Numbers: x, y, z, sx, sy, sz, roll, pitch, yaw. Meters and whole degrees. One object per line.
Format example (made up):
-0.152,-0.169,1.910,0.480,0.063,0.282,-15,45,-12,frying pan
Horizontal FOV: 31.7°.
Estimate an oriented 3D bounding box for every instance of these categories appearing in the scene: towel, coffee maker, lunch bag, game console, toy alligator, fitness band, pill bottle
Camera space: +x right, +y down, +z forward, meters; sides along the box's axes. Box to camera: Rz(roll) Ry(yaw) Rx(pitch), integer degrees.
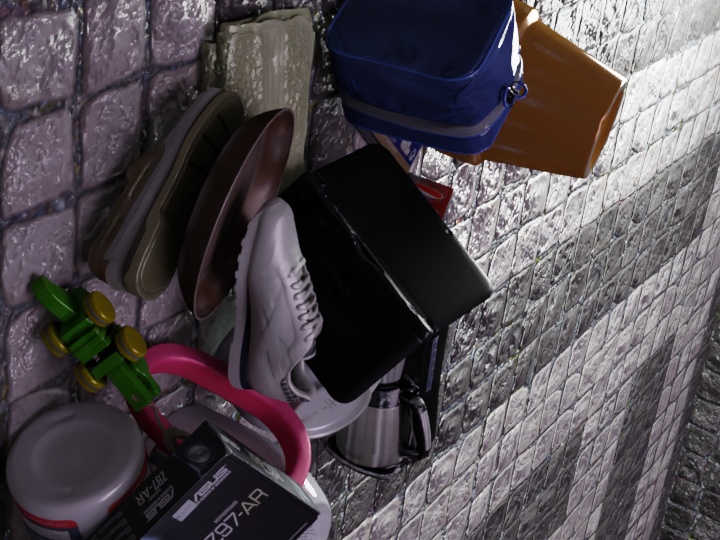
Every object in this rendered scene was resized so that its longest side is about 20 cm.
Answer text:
-0.097,-0.145,1.202,0.148,0.036,0.202,-28,133,-50,towel
0.038,0.120,1.563,0.193,0.133,0.202,-68,166,-58,coffee maker
0.075,-0.207,1.291,0.137,0.198,0.133,-59,154,-26,lunch bag
0.000,0.000,1.261,0.176,0.201,0.116,-41,170,14,game console
-0.206,0.076,1.084,0.059,0.200,0.054,-35,-163,14,toy alligator
-0.133,0.144,1.191,0.037,0.199,0.144,-48,-161,30,fitness band
-0.234,0.226,1.134,0.120,0.119,0.201,-46,145,-35,pill bottle

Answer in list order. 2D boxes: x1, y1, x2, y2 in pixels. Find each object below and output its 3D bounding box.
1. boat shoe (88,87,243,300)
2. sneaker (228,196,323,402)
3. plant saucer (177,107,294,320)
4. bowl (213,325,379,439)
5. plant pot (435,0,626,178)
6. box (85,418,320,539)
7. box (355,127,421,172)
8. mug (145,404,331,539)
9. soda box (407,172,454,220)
-0.169,-0.075,1.089,0.201,0.068,0.075,-64,152,-20,boat shoe
-0.071,0.028,1.181,0.076,0.080,0.202,-44,144,-55,sneaker
-0.113,-0.054,1.115,0.200,0.032,0.202,23,89,-85,plant saucer
-0.048,0.109,1.315,0.199,0.091,0.202,-20,144,-15,bowl
0.207,-0.200,1.503,0.201,0.182,0.201,-58,164,-27,plant pot
-0.150,0.238,1.089,0.200,0.044,0.160,-44,140,-1,box
0.066,-0.223,1.445,0.202,0.032,0.121,-64,152,-10,box
-0.133,0.228,1.255,0.149,0.174,0.200,-63,152,-9,mug
0.058,-0.054,1.426,0.200,0.069,0.064,-60,171,-72,soda box
